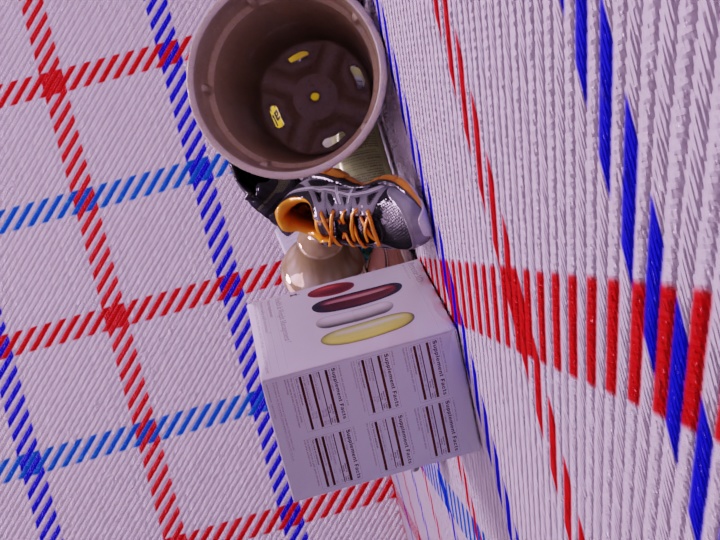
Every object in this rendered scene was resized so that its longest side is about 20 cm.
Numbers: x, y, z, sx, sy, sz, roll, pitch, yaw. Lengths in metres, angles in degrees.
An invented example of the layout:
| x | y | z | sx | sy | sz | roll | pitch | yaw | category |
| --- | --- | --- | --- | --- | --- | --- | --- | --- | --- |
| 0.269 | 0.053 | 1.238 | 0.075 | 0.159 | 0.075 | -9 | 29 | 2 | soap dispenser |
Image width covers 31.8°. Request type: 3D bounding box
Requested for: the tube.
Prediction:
| x | y | z | sx | sy | sz | roll | pitch | yaw | category |
| --- | --- | --- | --- | --- | --- | --- | --- | --- | --- |
| -0.002 | -0.131 | 1.418 | 0.058 | 0.052 | 0.201 | -31 | 62 | 40 | tube |

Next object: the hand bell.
| x | y | z | sx | sy | sz | roll | pitch | yaw | category |
| --- | --- | --- | --- | --- | --- | --- | --- | --- | --- |
| -0.049 | -0.056 | 1.436 | 0.200 | 0.103 | 0.105 | 86 | 169 | -57 | hand bell |

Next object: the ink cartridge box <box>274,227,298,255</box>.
| x | y | z | sx | sy | sz | roll | pitch | yaw | category |
| --- | --- | --- | --- | --- | --- | --- | --- | --- | --- |
| -0.040 | 0.059 | 1.698 | 0.201 | 0.047 | 0.198 | 64 | -179 | 31 | ink cartridge box |

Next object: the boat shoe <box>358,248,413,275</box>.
| x | y | z | sx | sy | sz | roll | pitch | yaw | category |
| --- | --- | --- | --- | --- | --- | --- | --- | --- | --- |
| 0.031 | 0.020 | 1.474 | 0.076 | 0.071 | 0.201 | -111 | 7 | -58 | boat shoe |

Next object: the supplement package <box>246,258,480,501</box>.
| x | y | z | sx | sy | sz | roll | pitch | yaw | category |
| --- | --- | --- | --- | --- | --- | --- | --- | --- | --- |
| -0.001 | 0.109 | 1.326 | 0.191 | 0.199 | 0.148 | -114 | 11 | -66 | supplement package |

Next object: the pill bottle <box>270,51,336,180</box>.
| x | y | z | sx | sy | sz | roll | pitch | yaw | category |
| --- | --- | --- | --- | --- | --- | --- | --- | --- | --- |
| -0.047 | -0.176 | 1.514 | 0.111 | 0.111 | 0.201 | 86 | 159 | -73 | pill bottle |

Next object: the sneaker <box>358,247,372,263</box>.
| x | y | z | sx | sy | sz | roll | pitch | yaw | category |
| --- | --- | --- | --- | --- | --- | --- | --- | --- | --- |
| 0.000 | 0.000 | 1.564 | 0.080 | 0.077 | 0.201 | 110 | 169 | -65 | sneaker |

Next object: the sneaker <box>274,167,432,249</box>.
| x | y | z | sx | sy | sz | roll | pitch | yaw | category |
| --- | --- | --- | --- | --- | --- | --- | --- | --- | --- |
| -0.006 | -0.052 | 1.269 | 0.199 | 0.077 | 0.079 | 13 | 128 | 48 | sneaker |

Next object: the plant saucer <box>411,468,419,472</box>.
| x | y | z | sx | sy | sz | roll | pitch | yaw | category |
| --- | --- | --- | --- | --- | --- | --- | --- | --- | --- |
| 0.063 | 0.180 | 1.773 | 0.200 | 0.050 | 0.201 | 161 | 90 | -85 | plant saucer |

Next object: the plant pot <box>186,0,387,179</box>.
| x | y | z | sx | sy | sz | roll | pitch | yaw | category |
| --- | --- | --- | --- | --- | --- | --- | --- | --- | --- |
| -0.062 | -0.191 | 1.315 | 0.183 | 0.199 | 0.202 | -10 | -95 | -83 | plant pot |

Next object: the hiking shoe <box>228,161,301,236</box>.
| x | y | z | sx | sy | sz | roll | pitch | yaw | category |
| --- | --- | --- | --- | --- | --- | --- | --- | --- | --- |
| -0.113 | -0.135 | 1.559 | 0.100 | 0.076 | 0.201 | 34 | -157 | -33 | hiking shoe |
